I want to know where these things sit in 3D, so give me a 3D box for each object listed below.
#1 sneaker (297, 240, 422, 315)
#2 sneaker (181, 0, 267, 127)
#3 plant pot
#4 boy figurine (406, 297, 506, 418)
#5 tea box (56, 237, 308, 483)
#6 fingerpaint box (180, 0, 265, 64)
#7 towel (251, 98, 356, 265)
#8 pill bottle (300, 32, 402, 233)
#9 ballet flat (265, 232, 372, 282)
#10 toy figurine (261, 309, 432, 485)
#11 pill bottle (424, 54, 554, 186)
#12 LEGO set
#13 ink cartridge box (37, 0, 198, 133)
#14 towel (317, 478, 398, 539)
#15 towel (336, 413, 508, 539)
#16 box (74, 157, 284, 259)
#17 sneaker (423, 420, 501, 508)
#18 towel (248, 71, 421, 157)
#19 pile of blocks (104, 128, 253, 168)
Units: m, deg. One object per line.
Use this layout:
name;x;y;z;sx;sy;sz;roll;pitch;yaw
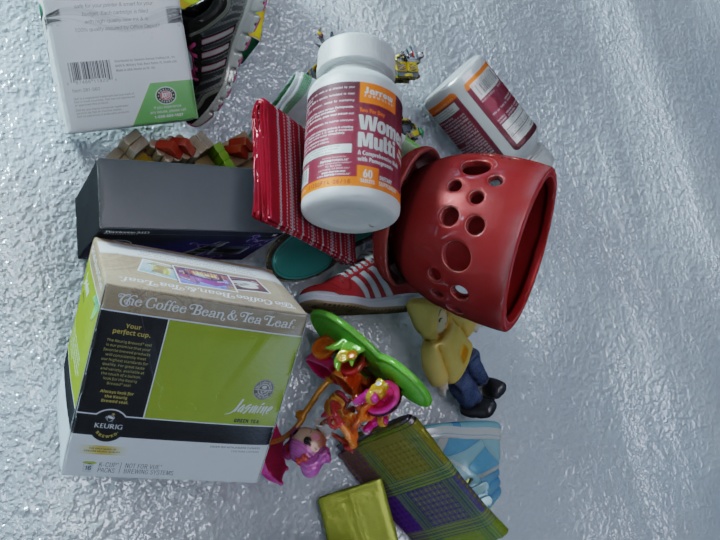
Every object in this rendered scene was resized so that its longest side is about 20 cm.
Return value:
sneaker;0.000;0.000;0.955;0.199;0.071;0.114;1;80;-38
sneaker;-0.187;-0.274;0.871;0.087;0.201;0.074;17;25;-28
plant pot;0.124;-0.046;0.876;0.200;0.181;0.202;-44;143;-48
boy figurine;0.128;0.105;0.977;0.125;0.064;0.201;-50;123;-31
tea box;-0.186;0.093;0.734;0.198;0.134;0.198;12;105;-28
fingerpaint box;-0.221;-0.386;0.930;0.198;0.073;0.168;14;70;-27
towel;-0.062;-0.095;0.834;0.200;0.022;0.146;28;55;-59
pill bottle;-0.008;-0.152;0.801;0.109;0.109;0.202;11;71;-28
ballet flat;-0.050;-0.039;0.938;0.199;0.072;0.072;-29;92;-33
toy figurine;-0.044;0.170;0.832;0.184;0.199;0.151;-47;132;-19
pill bottle;0.200;-0.217;1.109;0.200;0.114;0.114;49;58;-11
LEGO set;0.017;-0.242;0.995;0.199;0.116;0.155;0;72;-35
ink cartridge box;-0.275;-0.262;0.808;0.145;0.084;0.202;-12;104;-24
towel;0.013;0.363;0.875;0.085;0.018;0.202;-15;83;-9
towel;0.072;0.266;0.885;0.200;0.143;0.023;50;39;-8
box;-0.204;-0.062;0.810;0.198;0.141;0.080;0;76;-30
sneaker;0.111;0.267;0.942;0.198;0.079;0.132;4;73;-29
towel;-0.032;-0.158;0.934;0.199;0.149;0.031;28;52;-22
pile of blocks;-0.206;-0.130;0.875;0.198;0.062;0.083;-9;81;-32
